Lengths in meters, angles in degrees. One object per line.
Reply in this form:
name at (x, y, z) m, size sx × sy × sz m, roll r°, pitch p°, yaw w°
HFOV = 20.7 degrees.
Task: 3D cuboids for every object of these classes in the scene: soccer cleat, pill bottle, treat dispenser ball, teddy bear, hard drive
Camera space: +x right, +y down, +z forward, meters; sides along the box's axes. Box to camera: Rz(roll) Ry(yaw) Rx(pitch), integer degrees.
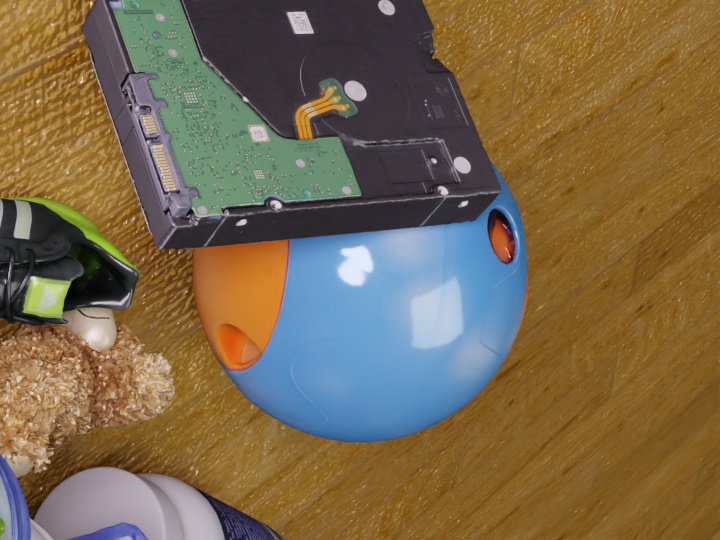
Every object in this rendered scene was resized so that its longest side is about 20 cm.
soccer cleat at (-0.189, -0.004, 0.976) m, size 0.200 × 0.081 × 0.068 m, roll -6°, pitch 121°, yaw -57°
pill bottle at (-0.120, 0.192, 1.235) m, size 0.116 × 0.115 × 0.200 m, roll -57°, pitch 152°, yaw -6°
treat dispenser ball at (0.000, 0.000, 1.162) m, size 0.201 × 0.200 × 0.202 m, roll -39°, pitch 145°, yaw -34°
teddy bear at (-0.172, 0.059, 1.015) m, size 0.200 × 0.144 × 0.067 m, roll -24°, pitch 104°, yaw -49°
hard drive at (-0.035, -0.084, 1.038) m, size 0.199 × 0.140 × 0.038 m, roll -6°, pitch 153°, yaw -34°

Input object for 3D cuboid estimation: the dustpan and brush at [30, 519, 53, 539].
dustpan and brush at (-0.174, 0.161, 0.991) m, size 0.057 × 0.199 × 0.140 m, roll 76°, pitch 10°, yaw -50°

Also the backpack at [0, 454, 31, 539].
backpack at (-0.249, 0.121, 0.868) m, size 0.184 × 0.199 × 0.147 m, roll -67°, pitch 167°, yaw 10°

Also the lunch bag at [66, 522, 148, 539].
lunch bag at (-0.187, 0.245, 1.061) m, size 0.124 × 0.199 × 0.171 m, roll 47°, pitch 41°, yaw -30°
